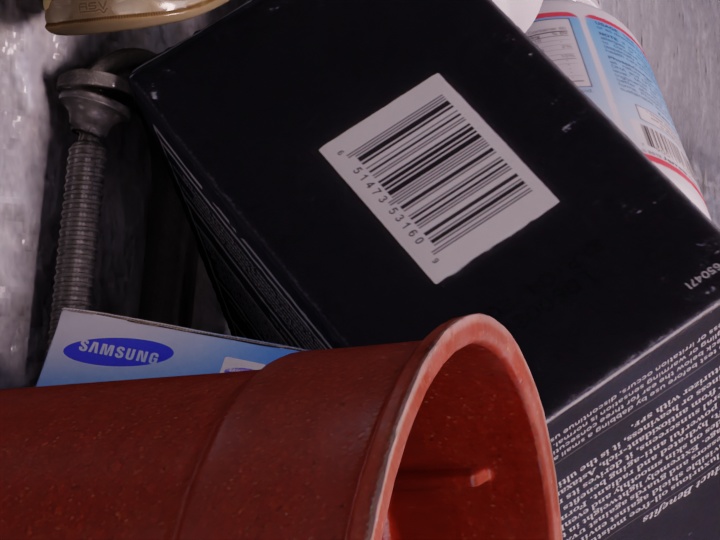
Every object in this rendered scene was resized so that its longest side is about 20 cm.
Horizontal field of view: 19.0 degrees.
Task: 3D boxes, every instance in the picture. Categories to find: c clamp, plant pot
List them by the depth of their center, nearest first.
[{"bbox_3d":[-0.063,0.110,0.549,0.201,0.195,0.201,0,90,-71],"label":"plant pot"},{"bbox_3d":[-0.088,0.010,0.744,0.171,0.027,0.200,45,48,-65],"label":"c clamp"}]

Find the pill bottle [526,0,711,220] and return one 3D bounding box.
[{"bbox_3d":[0.095,-0.059,1.025,0.200,0.109,0.109,-99,176,-51],"label":"pill bottle"}]

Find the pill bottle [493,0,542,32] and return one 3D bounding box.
[{"bbox_3d":[0.020,-0.150,0.892,0.112,0.112,0.200,64,22,-54],"label":"pill bottle"}]

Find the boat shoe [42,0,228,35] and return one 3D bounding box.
[{"bbox_3d":[-0.059,-0.137,0.758,0.200,0.072,0.068,-53,136,-65],"label":"boat shoe"}]

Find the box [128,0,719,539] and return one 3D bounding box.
[{"bbox_3d":[0.036,0.018,0.765,0.200,0.123,0.198,50,-14,31],"label":"box"}]

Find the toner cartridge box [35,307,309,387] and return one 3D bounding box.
[{"bbox_3d":[-0.040,0.083,0.724,0.200,0.095,0.043,77,25,-61],"label":"toner cartridge box"}]
